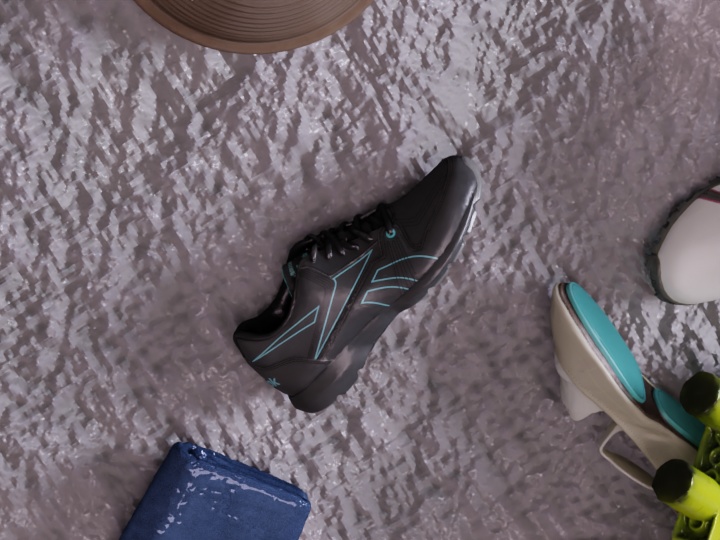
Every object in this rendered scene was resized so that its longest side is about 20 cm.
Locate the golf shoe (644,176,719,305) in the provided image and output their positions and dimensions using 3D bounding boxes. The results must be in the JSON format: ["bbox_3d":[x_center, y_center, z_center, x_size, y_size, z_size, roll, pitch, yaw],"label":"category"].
[{"bbox_3d":[0.284,-0.030,1.420,0.200,0.088,0.077,-25,111,1],"label":"golf shoe"}]

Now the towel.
[{"bbox_3d":[-0.120,0.216,1.453,0.112,0.049,0.200,24,103,-16],"label":"towel"}]

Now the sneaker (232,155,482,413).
[{"bbox_3d":[0.000,0.000,1.389,0.079,0.075,0.200,36,98,-16],"label":"sneaker"}]

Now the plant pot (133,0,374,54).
[{"bbox_3d":[-0.060,-0.223,1.299,0.201,0.093,0.201,-3,108,-9],"label":"plant pot"}]

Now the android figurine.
[{"bbox_3d":[0.269,0.145,1.455,0.200,0.041,0.182,30,73,-44],"label":"android figurine"}]

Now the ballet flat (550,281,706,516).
[{"bbox_3d":[0.176,0.093,1.456,0.069,0.069,0.200,-42,109,5],"label":"ballet flat"}]
